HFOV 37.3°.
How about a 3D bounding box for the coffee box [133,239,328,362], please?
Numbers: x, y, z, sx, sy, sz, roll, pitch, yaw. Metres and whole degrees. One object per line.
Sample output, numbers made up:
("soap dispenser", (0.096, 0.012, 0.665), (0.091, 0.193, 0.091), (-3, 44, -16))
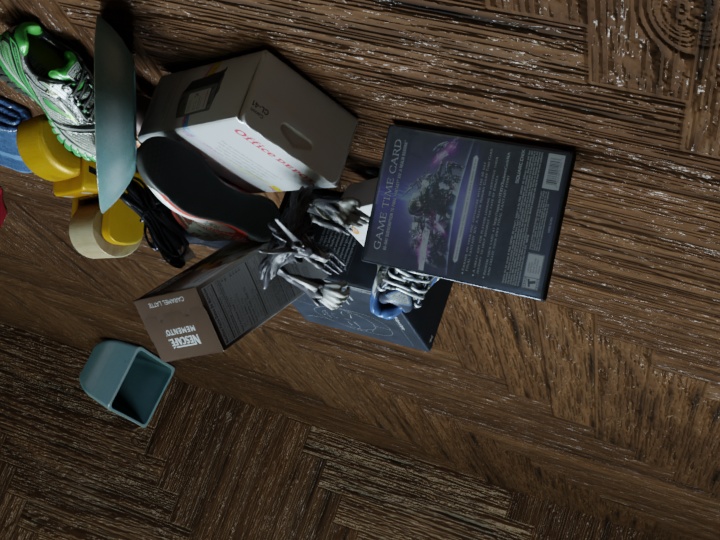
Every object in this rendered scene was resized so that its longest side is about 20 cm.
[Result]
("coffee box", (-0.145, 0.020, 1.232), (0.113, 0.199, 0.081), (-13, 106, 41))

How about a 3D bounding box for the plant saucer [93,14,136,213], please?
("plant saucer", (-0.253, -0.161, 1.113), (0.038, 0.205, 0.201), (0, 166, -10))

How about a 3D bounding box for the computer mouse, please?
("computer mouse", (-0.203, -0.070, 1.308), (0.139, 0.053, 0.199), (50, -161, 14))

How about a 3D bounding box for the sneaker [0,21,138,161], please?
("sneaker", (-0.331, -0.199, 1.221), (0.200, 0.079, 0.085), (41, 152, -22))

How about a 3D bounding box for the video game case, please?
("video game case", (0.104, -0.061, 1.062), (0.197, 0.145, 0.019), (12, 180, 27))

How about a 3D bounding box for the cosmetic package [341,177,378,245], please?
("cosmetic package", (0.061, -0.067, 1.197), (0.083, 0.051, 0.199), (47, 149, -24))

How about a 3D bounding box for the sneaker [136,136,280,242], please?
("sneaker", (-0.191, -0.082, 1.176), (0.107, 0.068, 0.200), (2, 161, 43))

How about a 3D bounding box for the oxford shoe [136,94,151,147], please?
("oxford shoe", (-0.201, -0.160, 1.273), (0.072, 0.072, 0.199), (-21, 145, 37))

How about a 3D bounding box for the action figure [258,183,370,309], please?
("action figure", (-0.043, -0.031, 1.130), (0.101, 0.121, 0.200), (22, -170, 6))

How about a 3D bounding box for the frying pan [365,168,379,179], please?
("frying pan", (0.104, -0.071, 1.235), (0.188, 0.031, 0.114), (27, 161, -30))

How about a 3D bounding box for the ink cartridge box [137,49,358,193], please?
("ink cartridge box", (-0.122, -0.151, 1.144), (0.147, 0.087, 0.198), (31, 159, -38))

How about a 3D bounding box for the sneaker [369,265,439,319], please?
("sneaker", (0.061, 0.002, 1.166), (0.076, 0.086, 0.200), (28, 153, -3))

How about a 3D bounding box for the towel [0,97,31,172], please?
("towel", (-0.521, -0.195, 1.550), (0.110, 0.049, 0.200), (21, 163, -5))

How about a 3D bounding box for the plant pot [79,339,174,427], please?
("plant pot", (-0.708, 0.314, 3.146), (0.198, 0.199, 0.196), (18, 165, 32))

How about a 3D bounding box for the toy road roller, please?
("toy road roller", (-0.347, -0.120, 1.322), (0.144, 0.204, 0.122), (4, 176, -37))

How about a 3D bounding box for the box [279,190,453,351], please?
("box", (0.000, 0.000, 1.405), (0.194, 0.126, 0.200), (15, 162, 23))

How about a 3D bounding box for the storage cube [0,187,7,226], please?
("storage cube", (-0.772, -0.086, 1.963), (0.198, 0.182, 0.171), (24, 163, -9))
